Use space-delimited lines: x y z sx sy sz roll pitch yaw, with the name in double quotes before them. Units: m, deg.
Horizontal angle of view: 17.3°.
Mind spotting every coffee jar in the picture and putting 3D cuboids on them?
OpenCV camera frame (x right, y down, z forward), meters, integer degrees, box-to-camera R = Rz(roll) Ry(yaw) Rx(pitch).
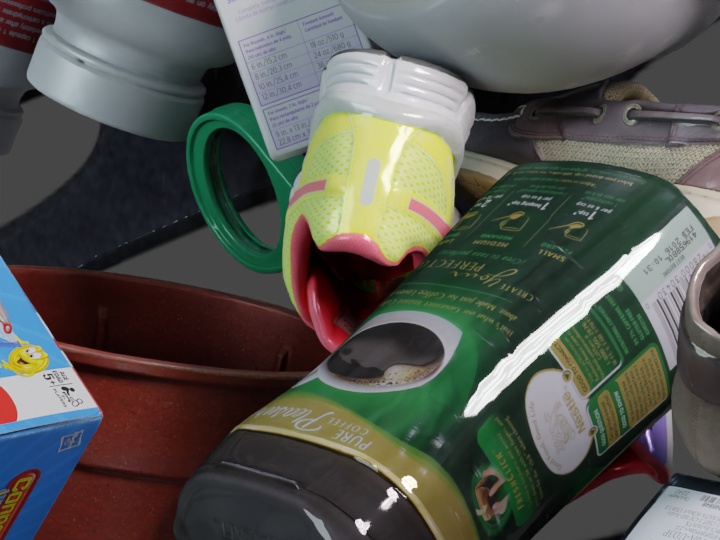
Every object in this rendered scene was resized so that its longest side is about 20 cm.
"coffee jar" 0.034 0.050 0.801 0.104 0.086 0.200 9 43 48

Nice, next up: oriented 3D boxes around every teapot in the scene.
"teapot" 0.086 -0.148 0.893 0.197 0.146 0.201 -39 45 39

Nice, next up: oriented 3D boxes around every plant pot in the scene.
"plant pot" -0.106 0.114 1.040 0.201 0.200 0.196 21 105 53

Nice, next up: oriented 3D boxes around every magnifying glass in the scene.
"magnifying glass" -0.017 -0.019 1.073 0.200 0.022 0.080 32 135 47

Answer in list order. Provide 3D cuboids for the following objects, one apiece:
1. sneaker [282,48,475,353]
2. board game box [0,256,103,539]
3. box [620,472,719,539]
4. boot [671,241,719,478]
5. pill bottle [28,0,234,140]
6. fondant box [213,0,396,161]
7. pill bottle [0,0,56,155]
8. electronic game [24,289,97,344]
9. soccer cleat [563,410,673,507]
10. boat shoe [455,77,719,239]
"sneaker" 0.000 0.000 0.912 0.200 0.078 0.091 84 -163 -63
"board game box" -0.210 0.054 0.970 0.196 0.056 0.200 54 130 26
"box" 0.174 0.148 0.655 0.046 0.200 0.159 -48 31 -23
"boot" 0.171 -0.009 0.681 0.200 0.146 0.070 -46 58 -8
"pill bottle" -0.087 -0.171 1.141 0.112 0.112 0.201 36 108 51
"fondant box" -0.038 -0.151 0.996 0.058 0.144 0.201 -20 94 6
"pill bottle" -0.200 -0.171 1.299 0.112 0.112 0.201 32 105 52
"electronic game" -0.191 0.099 1.130 0.042 0.199 0.201 39 110 56
"soccer cleat" 0.024 0.079 0.911 0.199 0.068 0.073 -22 52 10
"boat shoe" 0.098 -0.041 0.914 0.200 0.072 0.065 15 76 58
